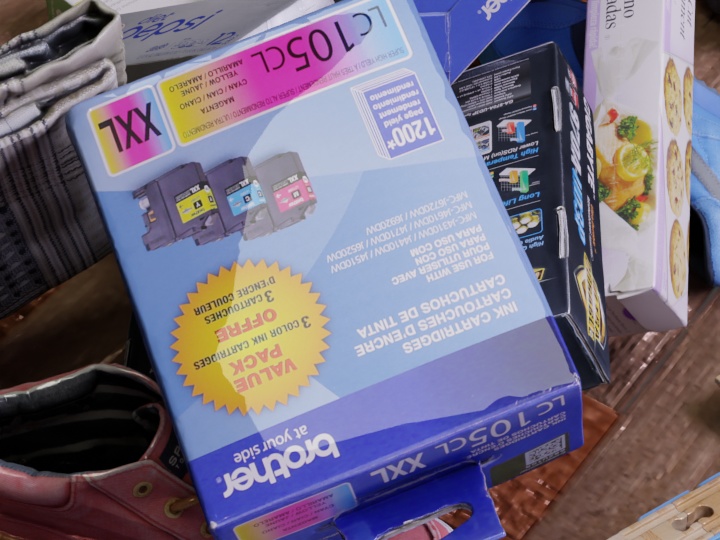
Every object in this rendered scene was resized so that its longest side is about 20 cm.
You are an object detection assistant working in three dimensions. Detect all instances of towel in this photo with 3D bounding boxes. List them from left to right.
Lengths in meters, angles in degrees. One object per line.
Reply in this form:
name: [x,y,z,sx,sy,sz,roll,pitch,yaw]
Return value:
towel: [-0.165,-0.008,0.792,0.191,0.200,0.035,-30,73,-12]

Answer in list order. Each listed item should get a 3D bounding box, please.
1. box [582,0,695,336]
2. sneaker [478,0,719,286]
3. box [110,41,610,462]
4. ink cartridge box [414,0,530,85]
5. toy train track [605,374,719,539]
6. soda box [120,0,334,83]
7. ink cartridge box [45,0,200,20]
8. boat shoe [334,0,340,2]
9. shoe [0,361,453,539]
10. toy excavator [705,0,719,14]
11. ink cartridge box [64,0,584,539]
box: [0.120,-0.070,0.903,0.038,0.041,0.202,-8,60,26]
sneaker: [0.113,-0.062,0.958,0.078,0.066,0.200,-34,55,-26]
box: [0.000,0.000,0.852,0.198,0.046,0.160,-17,41,18]
ink cartridge box: [0.057,-0.139,0.913,0.044,0.094,0.200,43,11,-6]
toy train track: [0.158,0.093,0.817,0.199,0.033,0.114,-22,40,-33]
soda box: [-0.084,-0.074,0.901,0.068,0.064,0.199,-38,23,-33]
ink cartridge box: [-0.040,-0.106,1.014,0.145,0.048,0.200,-30,50,-28]
boat shoe: [-0.037,-0.162,0.992,0.071,0.068,0.201,-1,46,-6]
shoe: [-0.057,0.091,0.782,0.198,0.092,0.072,3,45,2]
toy excavator: [0.288,-0.129,1.023,0.193,0.100,0.201,-16,61,-17]
ink cartridge box: [-0.007,0.017,0.729,0.135,0.076,0.201,-22,68,-2]
